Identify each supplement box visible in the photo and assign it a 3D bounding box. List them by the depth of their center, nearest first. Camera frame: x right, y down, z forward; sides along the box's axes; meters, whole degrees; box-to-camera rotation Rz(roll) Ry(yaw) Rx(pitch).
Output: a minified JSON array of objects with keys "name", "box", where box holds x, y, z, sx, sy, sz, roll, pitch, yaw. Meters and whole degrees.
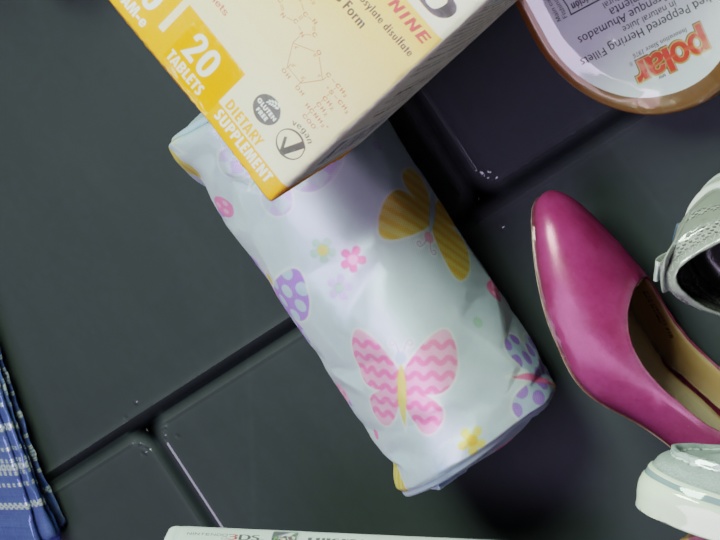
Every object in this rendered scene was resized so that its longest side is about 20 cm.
[{"name":"supplement box","box":[0.003,-0.139,1.030,0.200,0.073,0.126,-42,86,31]}]

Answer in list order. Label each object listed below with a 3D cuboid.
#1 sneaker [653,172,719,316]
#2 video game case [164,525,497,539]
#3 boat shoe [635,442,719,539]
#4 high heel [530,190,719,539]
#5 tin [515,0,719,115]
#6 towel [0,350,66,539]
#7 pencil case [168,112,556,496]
[{"name":"sneaker","box":[0.206,0.015,1.020,0.199,0.082,0.075,10,117,30]},{"name":"video game case","box":[0.007,0.204,1.215,0.180,0.023,0.201,2,123,8]},{"name":"boat shoe","box":[0.208,0.074,1.028,0.199,0.070,0.072,5,99,1]},{"name":"high heel","box":[0.149,0.042,1.091,0.096,0.067,0.201,-25,103,32]},{"name":"tin","box":[0.093,-0.156,1.048,0.112,0.042,0.201,-24,97,43]},{"name":"towel","box":[-0.234,0.054,1.381,0.144,0.024,0.201,-6,106,38]},{"name":"pencil case","box":[0.000,0.000,1.153,0.091,0.083,0.201,-35,90,32]}]
